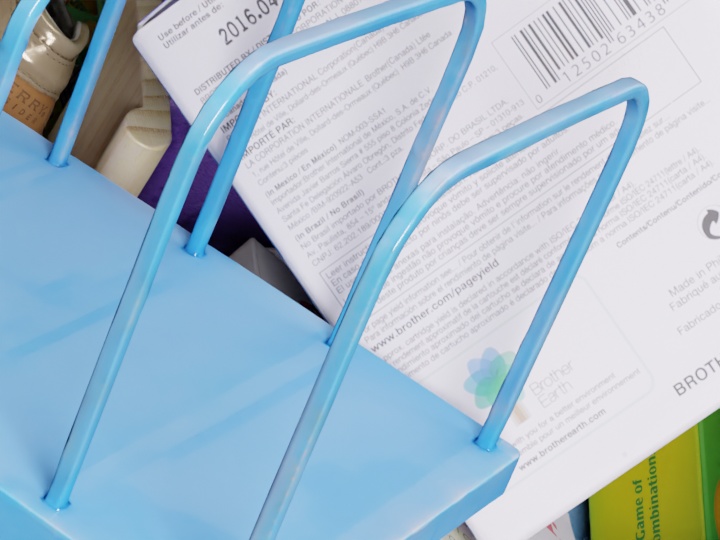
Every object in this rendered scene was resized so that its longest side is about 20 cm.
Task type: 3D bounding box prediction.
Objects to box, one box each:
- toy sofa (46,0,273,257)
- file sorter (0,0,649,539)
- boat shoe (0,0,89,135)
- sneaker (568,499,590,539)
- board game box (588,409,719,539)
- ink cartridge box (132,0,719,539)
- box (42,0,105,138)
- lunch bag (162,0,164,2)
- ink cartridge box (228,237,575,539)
[{"bbox_3d":[0.006,-0.004,0.786,0.199,0.083,0.098,13,49,-23],"label":"toy sofa"},{"bbox_3d":[-0.055,-0.028,0.590,0.199,0.123,0.139,33,28,18],"label":"file sorter"},{"bbox_3d":[-0.124,-0.099,0.830,0.075,0.068,0.200,38,20,-38],"label":"boat shoe"},{"bbox_3d":[0.079,0.091,0.939,0.131,0.079,0.200,50,15,-6],"label":"sneaker"},{"bbox_3d":[0.123,0.040,0.881,0.101,0.047,0.201,25,52,-39],"label":"board game box"},{"bbox_3d":[0.036,-0.048,0.684,0.201,0.136,0.076,55,10,-1],"label":"ink cartridge box"},{"bbox_3d":[-0.050,-0.033,0.927,0.200,0.048,0.118,44,17,-29],"label":"box"},{"bbox_3d":[0.025,-0.154,0.806,0.199,0.171,0.127,12,-22,8],"label":"lunch bag"},{"bbox_3d":[0.001,0.106,0.677,0.145,0.083,0.200,42,18,-26],"label":"ink cartridge box"}]
